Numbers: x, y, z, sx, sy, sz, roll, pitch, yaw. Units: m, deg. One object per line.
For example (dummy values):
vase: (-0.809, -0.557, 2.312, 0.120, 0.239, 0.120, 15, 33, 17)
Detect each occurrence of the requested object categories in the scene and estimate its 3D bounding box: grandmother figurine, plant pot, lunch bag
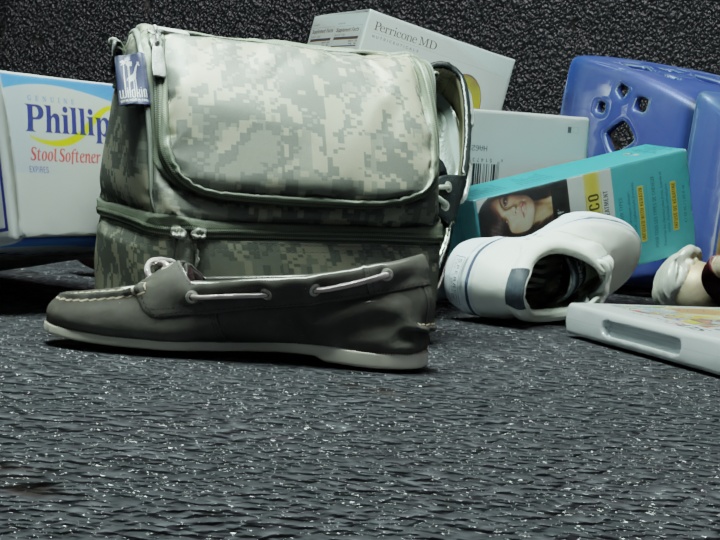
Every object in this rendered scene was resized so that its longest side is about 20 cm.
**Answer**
grandmother figurine: (0.293, 0.016, 1.182, 0.199, 0.061, 0.121, 5, -24, 49)
plant pot: (0.296, -0.072, 1.427, 0.199, 0.201, 0.179, 2, 11, -36)
lunch bag: (-0.054, -0.051, 0.946, 0.199, 0.169, 0.139, 2, 5, -22)

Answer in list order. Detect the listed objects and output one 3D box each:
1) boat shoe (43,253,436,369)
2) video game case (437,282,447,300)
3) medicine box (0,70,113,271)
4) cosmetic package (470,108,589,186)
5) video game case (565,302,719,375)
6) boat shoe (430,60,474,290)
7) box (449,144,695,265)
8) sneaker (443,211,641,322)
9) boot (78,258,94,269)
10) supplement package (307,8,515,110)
boat shoe: (-0.060, 0.013, 0.832, 0.198, 0.057, 0.067, 4, 4, 2)
video game case: (0.000, 0.000, 1.294, 0.181, 0.022, 0.200, 6, 5, 20)
medicine box: (-0.235, -0.056, 1.039, 0.199, 0.104, 0.182, -7, -2, 31)
cosmetic package: (0.047, -0.072, 1.315, 0.198, 0.124, 0.200, 2, 7, -21)
video game case: (0.254, 0.042, 0.989, 0.199, 0.023, 0.182, 3, 5, -22)
boat shoe: (0.037, -0.061, 1.115, 0.075, 0.201, 0.060, 14, -40, -12)
box: (0.157, -0.036, 1.225, 0.199, 0.083, 0.049, -15, 14, -28)
sneaker: (0.144, 0.006, 1.131, 0.071, 0.074, 0.199, 19, 22, 39)
boot: (-0.116, -0.020, 1.155, 0.199, 0.073, 0.166, -12, 19, 1)
supplement package: (0.021, -0.116, 1.489, 0.151, 0.201, 0.151, 16, 0, -21)
